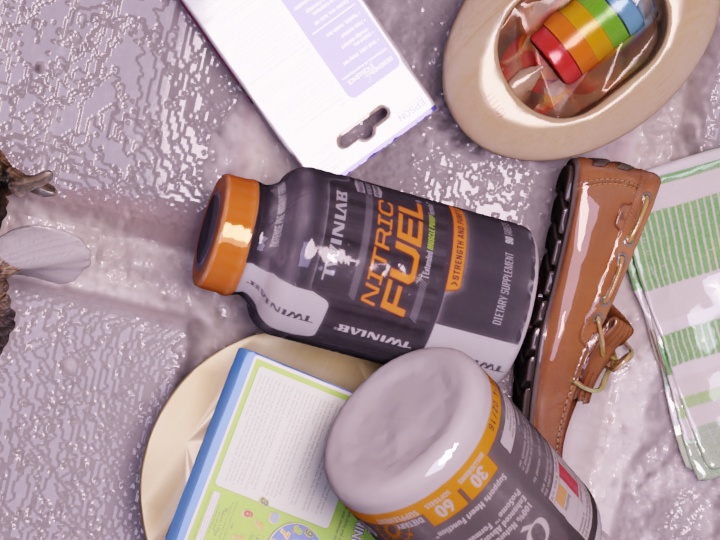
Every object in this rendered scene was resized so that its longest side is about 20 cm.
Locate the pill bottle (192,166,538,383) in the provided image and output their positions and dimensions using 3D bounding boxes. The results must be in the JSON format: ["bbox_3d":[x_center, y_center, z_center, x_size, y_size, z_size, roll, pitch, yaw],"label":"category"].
[{"bbox_3d":[0.000,0.000,1.519,0.199,0.106,0.107,14,89,-13],"label":"pill bottle"}]

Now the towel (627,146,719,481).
[{"bbox_3d":[0.252,0.018,1.599,0.152,0.023,0.201,-18,93,-6],"label":"towel"}]

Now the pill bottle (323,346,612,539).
[{"bbox_3d":[0.076,0.148,1.505,0.116,0.116,0.200,-45,123,-4],"label":"pill bottle"}]

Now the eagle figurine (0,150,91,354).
[{"bbox_3d":[-0.273,0.006,1.496,0.152,0.151,0.200,41,76,-15],"label":"eagle figurine"}]

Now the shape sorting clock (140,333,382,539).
[{"bbox_3d":[-0.040,0.138,1.554,0.198,0.039,0.202,1,86,-11],"label":"shape sorting clock"}]

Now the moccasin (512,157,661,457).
[{"bbox_3d":[0.143,0.031,1.559,0.077,0.074,0.203,12,94,-6],"label":"moccasin"}]

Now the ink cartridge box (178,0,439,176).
[{"bbox_3d":[-0.046,-0.155,1.558,0.094,0.037,0.201,-36,92,-5],"label":"ink cartridge box"}]

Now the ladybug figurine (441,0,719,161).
[{"bbox_3d":[0.138,-0.149,1.559,0.199,0.072,0.136,-35,94,-4],"label":"ladybug figurine"}]
